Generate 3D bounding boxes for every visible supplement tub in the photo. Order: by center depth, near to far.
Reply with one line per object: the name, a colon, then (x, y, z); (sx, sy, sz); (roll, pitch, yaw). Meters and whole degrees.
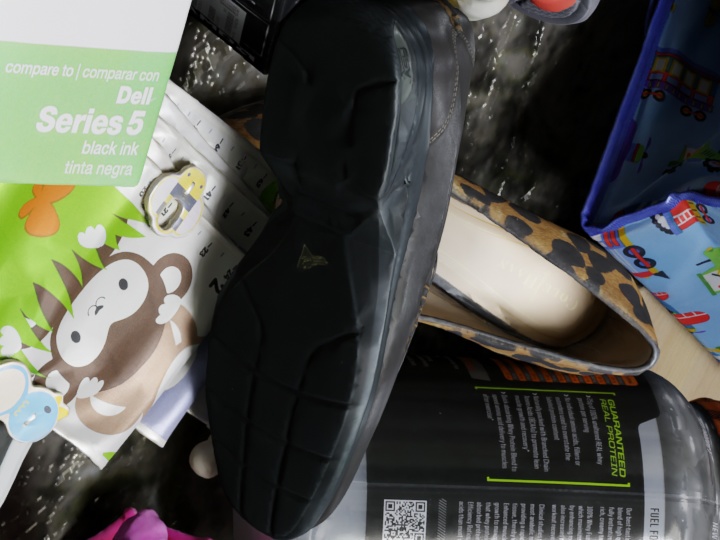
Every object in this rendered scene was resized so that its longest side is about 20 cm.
supplement tub: (0.055, 0.096, 1.124); (0.199, 0.123, 0.123); (4, 116, -13)

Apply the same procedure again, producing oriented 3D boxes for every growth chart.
growth chart: (-0.081, -0.002, 0.960); (0.200, 0.018, 0.145); (31, 86, -49)

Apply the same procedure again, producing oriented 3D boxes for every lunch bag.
lunch bag: (0.181, -0.074, 1.206); (0.151, 0.094, 0.201); (41, 51, -44)

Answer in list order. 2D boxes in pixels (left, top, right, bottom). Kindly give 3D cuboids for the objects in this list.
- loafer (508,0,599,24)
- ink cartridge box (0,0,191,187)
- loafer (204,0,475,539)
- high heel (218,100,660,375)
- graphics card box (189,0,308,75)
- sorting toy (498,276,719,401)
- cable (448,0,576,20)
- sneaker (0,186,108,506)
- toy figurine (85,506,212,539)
loafer: (0.073, -0.179, 1.069); (0.063, 0.072, 0.200); (-57, 158, -29)
ink cartridge box: (-0.109, -0.144, 0.830); (0.084, 0.145, 0.201); (1, 113, -45)
loafer: (0.000, 0.000, 0.978); (0.072, 0.073, 0.201); (-15, 128, -50)
high heel: (0.020, -0.007, 1.063); (0.199, 0.142, 0.072); (9, 108, -49)
graphics card box: (-0.006, -0.144, 0.935); (0.126, 0.051, 0.200); (-52, 178, -9)
sorting toy: (0.107, 0.103, 1.290); (0.198, 0.069, 0.201); (21, 98, -51)
cable: (0.051, -0.104, 0.997); (0.200, 0.097, 0.051); (-71, 168, -78)
sneaker: (-0.150, 0.028, 0.968); (0.200, 0.071, 0.099); (-50, 138, -18)
toy figurine: (-0.118, 0.150, 1.031); (0.184, 0.150, 0.201); (-44, 157, -36)
